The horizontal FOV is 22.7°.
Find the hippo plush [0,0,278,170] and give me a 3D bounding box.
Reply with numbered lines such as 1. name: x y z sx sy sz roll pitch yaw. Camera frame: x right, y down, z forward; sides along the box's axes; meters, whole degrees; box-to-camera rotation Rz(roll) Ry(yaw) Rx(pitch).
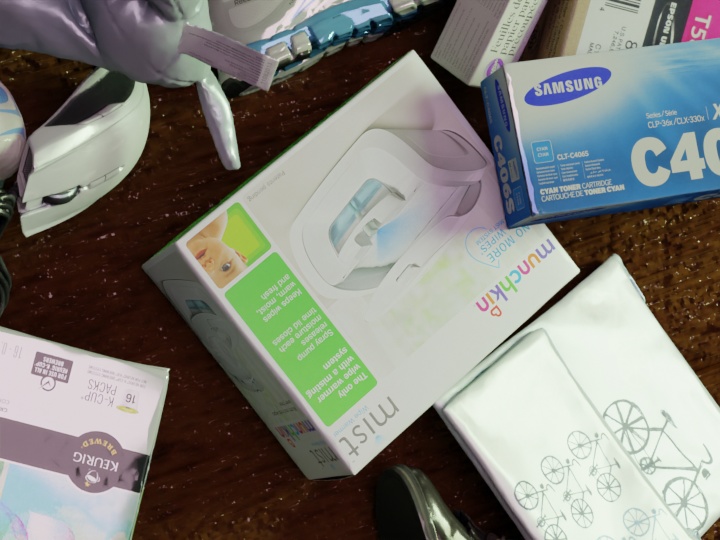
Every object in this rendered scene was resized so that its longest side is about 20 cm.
1. hippo plush: -0.115 -0.198 1.014 0.199 0.160 0.161 25 48 -3

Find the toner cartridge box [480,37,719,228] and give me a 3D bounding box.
1. toner cartridge box: 0.180 -0.088 1.105 0.198 0.043 0.096 -9 83 -18

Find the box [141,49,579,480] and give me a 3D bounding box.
1. box: 0.000 0.000 1.108 0.200 0.097 0.177 -39 95 -20

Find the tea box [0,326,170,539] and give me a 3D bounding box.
1. tea box: -0.232 0.127 0.989 0.198 0.134 0.199 16 79 -17

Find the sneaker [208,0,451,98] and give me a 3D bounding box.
1. sneaker: -0.013 -0.186 1.138 0.199 0.075 0.087 -23 86 -20

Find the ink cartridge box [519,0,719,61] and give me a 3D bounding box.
1. ink cartridge box: 0.200 -0.175 1.172 0.163 0.075 0.202 10 102 -19

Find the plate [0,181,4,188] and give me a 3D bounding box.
1. plate: -0.304 -0.082 1.047 0.198 0.026 0.202 2 84 -18

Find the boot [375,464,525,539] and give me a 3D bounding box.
1. boot: 0.116 0.176 1.151 0.174 0.069 0.201 -33 99 -25

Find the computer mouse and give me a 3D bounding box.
1. computer mouse: -0.168 -0.056 1.030 0.044 0.110 0.200 26 47 11

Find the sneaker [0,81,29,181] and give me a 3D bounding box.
1. sneaker: -0.287 -0.060 1.007 0.199 0.072 0.073 -20 69 -18

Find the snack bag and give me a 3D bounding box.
1. snack bag: 0.163 0.110 1.153 0.200 0.021 0.189 -35 89 -35

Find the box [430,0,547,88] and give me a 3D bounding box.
1. box: 0.108 -0.210 1.113 0.039 0.041 0.201 1 120 -49
